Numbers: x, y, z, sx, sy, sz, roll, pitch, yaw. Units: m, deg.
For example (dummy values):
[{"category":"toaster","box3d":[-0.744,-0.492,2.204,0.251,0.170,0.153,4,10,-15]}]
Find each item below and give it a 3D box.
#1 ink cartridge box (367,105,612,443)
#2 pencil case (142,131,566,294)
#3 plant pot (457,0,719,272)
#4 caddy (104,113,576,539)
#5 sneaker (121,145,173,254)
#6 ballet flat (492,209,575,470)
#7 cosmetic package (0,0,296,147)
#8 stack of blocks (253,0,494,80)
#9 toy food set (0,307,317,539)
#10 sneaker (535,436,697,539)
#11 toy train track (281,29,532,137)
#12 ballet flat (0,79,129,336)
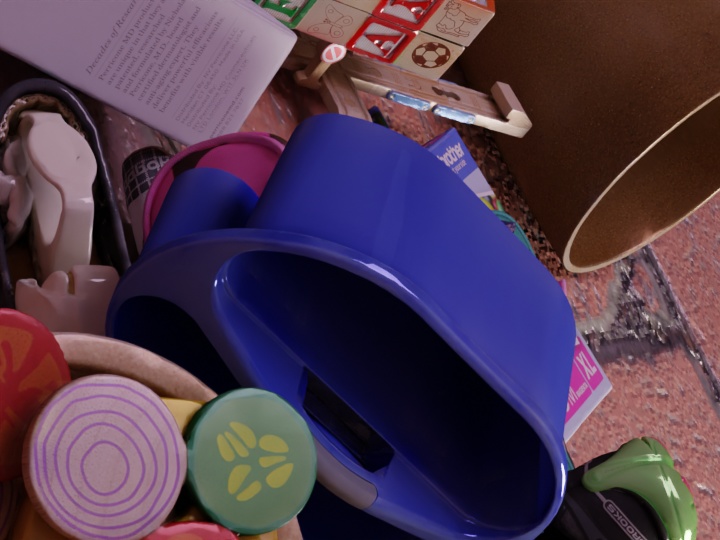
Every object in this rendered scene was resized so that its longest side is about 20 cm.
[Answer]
[{"category":"ink cartridge box","box3d":[0.054,0.003,1.576,0.200,0.042,0.119,56,25,-2]},{"category":"pencil case","box3d":[0.000,0.000,1.294,0.200,0.093,0.091,20,68,-50]},{"category":"plant pot","box3d":[0.132,-0.135,1.729,0.200,0.186,0.186,53,24,16]},{"category":"caddy","box3d":[-0.004,0.037,1.145,0.200,0.141,0.105,44,43,-30]},{"category":"sneaker","box3d":[-0.034,-0.013,1.404,0.200,0.076,0.081,14,41,-57]},{"category":"ballet flat","box3d":[0.066,0.072,1.481,0.073,0.073,0.201,2,72,-60]},{"category":"cosmetic package","box3d":[-0.132,-0.129,1.301,0.200,0.071,0.101,28,9,-47]},{"category":"stack of blocks","box3d":[0.001,-0.207,1.561,0.115,0.059,0.201,17,48,-25]},{"category":"toy food set","box3d":[-0.105,0.115,1.057,0.199,0.049,0.199,6,81,-26]},{"category":"sneaker","box3d":[0.101,0.156,1.392,0.077,0.083,0.201,-114,-159,-47]},{"category":"toy train track","box3d":[0.019,-0.109,1.585,0.200,0.033,0.115,14,37,-40]},{"category":"ballet flat","box3d":[-0.120,0.004,1.209,0.073,0.073,0.201,30,37,-45]}]
